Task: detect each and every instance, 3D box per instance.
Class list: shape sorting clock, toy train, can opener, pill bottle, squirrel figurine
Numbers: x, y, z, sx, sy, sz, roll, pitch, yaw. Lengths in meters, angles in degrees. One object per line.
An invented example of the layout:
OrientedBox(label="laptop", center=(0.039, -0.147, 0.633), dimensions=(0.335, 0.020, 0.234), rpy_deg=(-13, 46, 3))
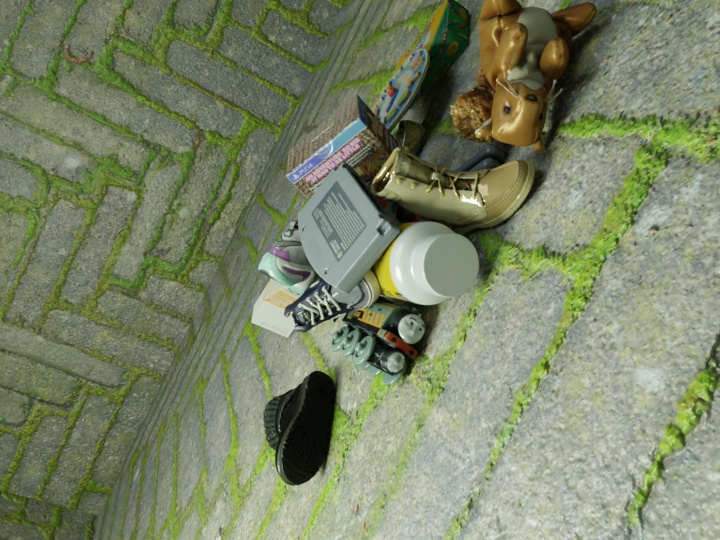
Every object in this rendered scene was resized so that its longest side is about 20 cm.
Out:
OrientedBox(label="shape sorting clock", center=(0.071, -0.350, 1.190), dimensions=(0.200, 0.039, 0.201), rpy_deg=(-54, 21, 32))
OrientedBox(label="toy train", center=(0.025, 0.096, 0.901), dimensions=(0.114, 0.085, 0.200), rpy_deg=(-58, 19, -9))
OrientedBox(label="can opener", center=(0.135, -0.131, 0.915), dimensions=(0.200, 0.066, 0.053), rpy_deg=(-27, 41, 53))
OrientedBox(label="pill bottle", center=(0.078, -0.011, 0.838), dimensions=(0.113, 0.112, 0.200), rpy_deg=(-67, 20, -5))
OrientedBox(label="squirrel figurine", center=(0.206, -0.239, 0.804), dimensions=(0.200, 0.141, 0.188), rpy_deg=(129, 150, -69))

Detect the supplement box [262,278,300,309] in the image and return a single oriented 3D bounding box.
OrientedBox(label="supplement box", center=(-0.103, 0.034, 1.216), dimensions=(0.200, 0.126, 0.074), rpy_deg=(-29, 40, 59))

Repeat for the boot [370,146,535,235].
OrientedBox(label="boot", center=(0.116, -0.118, 0.802), dimensions=(0.200, 0.155, 0.073), rpy_deg=(-24, 44, 60))

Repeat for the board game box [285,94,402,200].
OrientedBox(label="board game box", center=(-0.002, -0.163, 1.031), dimensions=(0.159, 0.200, 0.097), rpy_deg=(-33, 32, 21))

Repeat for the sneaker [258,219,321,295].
OrientedBox(label="sneaker", center=(-0.077, -0.024, 1.027), dimensions=(0.078, 0.200, 0.140), rpy_deg=(28, 85, 26))

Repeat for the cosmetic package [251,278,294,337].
OrientedBox(label="cosmetic package", center=(-0.162, 0.051, 1.384), dimensions=(0.200, 0.101, 0.074), rpy_deg=(-56, 21, 25))

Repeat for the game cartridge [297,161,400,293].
OrientedBox(label="game cartridge", center=(-0.027, -0.061, 0.869), dimensions=(0.133, 0.041, 0.200), rpy_deg=(-53, 37, 19))

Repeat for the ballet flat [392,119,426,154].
OrientedBox(label="ballet flat", center=(0.060, -0.200, 1.170), dimensions=(0.201, 0.070, 0.071), rpy_deg=(-65, 20, 1))

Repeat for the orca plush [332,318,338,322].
OrientedBox(label="orca plush", center=(0.000, 0.000, 1.078), dimensions=(0.071, 0.106, 0.200), rpy_deg=(-5, 30, 25))

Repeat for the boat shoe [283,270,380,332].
OrientedBox(label="boat shoe", center=(-0.048, 0.050, 0.907), dimensions=(0.093, 0.075, 0.200), rpy_deg=(-36, 2, -27))

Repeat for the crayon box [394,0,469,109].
OrientedBox(label="crayon box", center=(0.145, -0.451, 1.260), dimensions=(0.200, 0.058, 0.119), rpy_deg=(-43, 30, 46))

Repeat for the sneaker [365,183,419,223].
OrientedBox(label="sneaker", center=(0.051, -0.060, 0.975), dimensions=(0.200, 0.093, 0.071), rpy_deg=(76, -162, -48))

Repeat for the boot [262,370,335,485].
OrientedBox(label="boot", center=(-0.121, 0.286, 1.032), dimensions=(0.158, 0.079, 0.212), rpy_deg=(-38, 22, 38))
